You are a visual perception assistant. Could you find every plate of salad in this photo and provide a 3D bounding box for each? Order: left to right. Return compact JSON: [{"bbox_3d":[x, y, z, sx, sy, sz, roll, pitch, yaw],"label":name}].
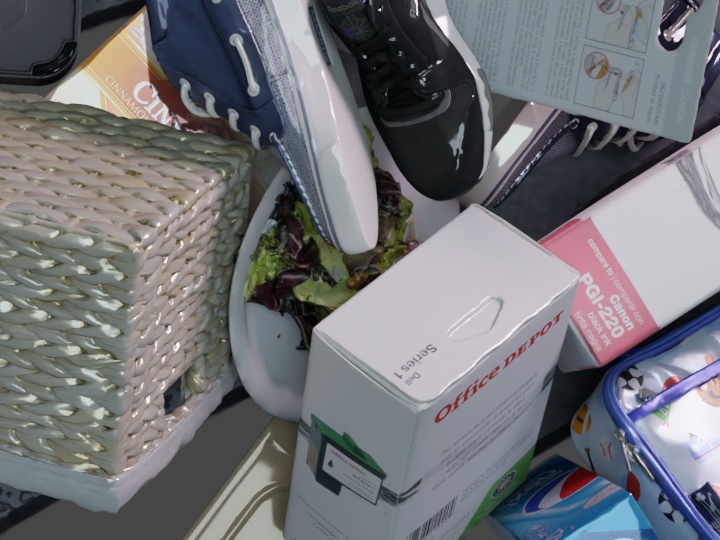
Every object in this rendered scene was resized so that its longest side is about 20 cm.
[{"bbox_3d":[0.000,0.000,1.389,0.200,0.048,0.200,-27,129,-39],"label":"plate of salad"}]

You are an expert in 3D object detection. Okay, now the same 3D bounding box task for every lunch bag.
[{"bbox_3d":[0.230,0.095,1.420,0.200,0.076,0.160,-25,73,-33],"label":"lunch bag"}]

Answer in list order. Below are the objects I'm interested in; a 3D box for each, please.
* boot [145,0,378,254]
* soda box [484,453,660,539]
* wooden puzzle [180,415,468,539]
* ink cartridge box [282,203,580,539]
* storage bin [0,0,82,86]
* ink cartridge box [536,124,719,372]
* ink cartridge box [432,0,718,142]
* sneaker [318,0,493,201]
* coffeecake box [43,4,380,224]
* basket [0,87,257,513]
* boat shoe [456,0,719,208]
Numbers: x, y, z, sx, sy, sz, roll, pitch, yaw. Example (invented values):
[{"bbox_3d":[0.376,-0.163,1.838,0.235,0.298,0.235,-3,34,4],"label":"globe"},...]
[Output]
[{"bbox_3d":[-0.056,-0.097,1.300,0.090,0.073,0.200,-16,90,14],"label":"boot"},{"bbox_3d":[0.129,0.162,1.389,0.064,0.200,0.068,-33,96,-6],"label":"soda box"},{"bbox_3d":[-0.035,0.215,1.450,0.185,0.046,0.200,38,82,-7],"label":"wooden puzzle"},{"bbox_3d":[0.038,0.080,1.351,0.084,0.200,0.146,36,53,23],"label":"ink cartridge box"},{"bbox_3d":[-0.263,-0.183,1.382,0.200,0.094,0.135,3,91,-9],"label":"storage bin"},{"bbox_3d":[0.193,-0.025,1.418,0.200,0.146,0.085,-34,89,-5],"label":"ink cartridge box"},{"bbox_3d":[0.114,-0.172,1.314,0.200,0.057,0.163,16,108,22],"label":"ink cartridge box"},{"bbox_3d":[0.009,-0.132,1.304,0.076,0.088,0.200,-15,92,33],"label":"sneaker"},{"bbox_3d":[-0.071,-0.109,1.419,0.200,0.073,0.154,-43,95,-5],"label":"coffeecake box"},{"bbox_3d":[-0.181,0.006,1.302,0.200,0.198,0.161,13,113,14],"label":"basket"},{"bbox_3d":[0.149,-0.096,1.443,0.093,0.075,0.200,40,79,-7],"label":"boat shoe"}]
